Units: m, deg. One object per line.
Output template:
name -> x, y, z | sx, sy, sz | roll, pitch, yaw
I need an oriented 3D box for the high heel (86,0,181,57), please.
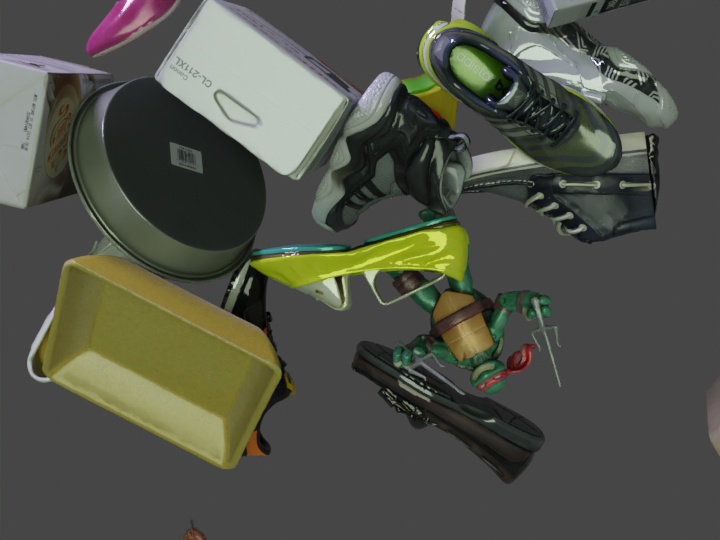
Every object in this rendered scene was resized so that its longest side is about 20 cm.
high heel -> -0.186, -0.282, 1.200 | 0.199, 0.067, 0.096 | -37, 104, 3

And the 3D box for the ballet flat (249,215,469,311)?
ballet flat -> 0.000, 0.000, 1.172 | 0.197, 0.067, 0.068 | -10, 89, 9

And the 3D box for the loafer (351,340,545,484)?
loafer -> 0.075, 0.136, 1.246 | 0.198, 0.072, 0.063 | 27, 103, -3

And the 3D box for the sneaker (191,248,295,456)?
sneaker -> -0.098, 0.081, 1.253 | 0.089, 0.070, 0.202 | 15, 103, -4

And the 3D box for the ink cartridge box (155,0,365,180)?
ink cartridge box -> -0.078, -0.157, 1.147 | 0.145, 0.200, 0.083 | 36, 99, -1

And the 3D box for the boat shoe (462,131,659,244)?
boat shoe -> 0.177, -0.067, 1.205 | 0.197, 0.075, 0.094 | -8, 90, 4

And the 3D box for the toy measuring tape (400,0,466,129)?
toy measuring tape -> 0.052, -0.170, 1.186 | 0.073, 0.074, 0.202 | 7, 120, 3

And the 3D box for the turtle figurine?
turtle figurine -> 0.090, 0.045, 1.217 | 0.149, 0.101, 0.201 | -29, 80, -7

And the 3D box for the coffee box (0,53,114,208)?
coffee box -> -0.287, -0.126, 1.166 | 0.079, 0.200, 0.116 | 13, 98, 3

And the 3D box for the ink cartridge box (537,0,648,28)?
ink cartridge box -> 0.241, -0.286, 1.162 | 0.198, 0.039, 0.101 | -16, 75, -8

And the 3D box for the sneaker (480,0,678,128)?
sneaker -> 0.180, -0.163, 1.196 | 0.199, 0.075, 0.115 | 36, 99, 4

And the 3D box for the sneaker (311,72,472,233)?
sneaker -> 0.029, -0.077, 1.164 | 0.113, 0.201, 0.076 | 31, 55, 4

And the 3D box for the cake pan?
cake pan -> -0.162, -0.087, 1.169 | 0.037, 0.200, 0.201 | -34, 96, 39

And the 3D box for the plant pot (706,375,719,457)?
plant pot -> 0.414, 0.139, 1.169 | 0.176, 0.200, 0.201 | -31, 95, 18

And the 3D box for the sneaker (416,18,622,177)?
sneaker -> 0.135, -0.139, 1.122 | 0.199, 0.081, 0.074 | 30, 103, -6

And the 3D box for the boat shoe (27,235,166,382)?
boat shoe -> -0.247, 0.025, 1.241 | 0.075, 0.086, 0.202 | 42, 99, -3

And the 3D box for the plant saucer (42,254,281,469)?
plant saucer -> -0.170, 0.073, 1.157 | 0.198, 0.049, 0.201 | 27, 142, -1
